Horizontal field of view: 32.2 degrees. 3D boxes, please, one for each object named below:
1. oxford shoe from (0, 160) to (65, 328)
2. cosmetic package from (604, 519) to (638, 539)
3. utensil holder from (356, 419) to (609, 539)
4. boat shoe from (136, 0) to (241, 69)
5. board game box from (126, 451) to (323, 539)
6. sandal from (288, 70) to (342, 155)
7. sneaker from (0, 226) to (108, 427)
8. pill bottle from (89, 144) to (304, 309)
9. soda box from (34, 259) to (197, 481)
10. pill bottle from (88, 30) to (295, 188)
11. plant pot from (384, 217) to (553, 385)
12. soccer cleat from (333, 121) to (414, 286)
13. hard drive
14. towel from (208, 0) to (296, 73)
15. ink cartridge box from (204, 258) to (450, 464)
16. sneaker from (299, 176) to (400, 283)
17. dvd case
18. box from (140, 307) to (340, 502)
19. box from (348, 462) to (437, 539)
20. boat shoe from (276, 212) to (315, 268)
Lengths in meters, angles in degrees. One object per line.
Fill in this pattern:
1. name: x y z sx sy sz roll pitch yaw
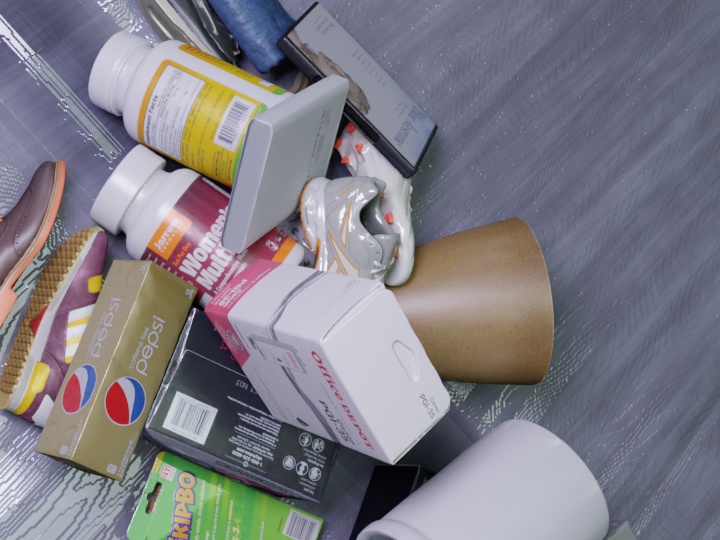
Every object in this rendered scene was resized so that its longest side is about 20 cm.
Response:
1. oxford shoe: -0.346 -0.027 1.201 0.072 0.071 0.201 28 72 -16
2. cosmetic package: 0.303 0.402 1.469 0.107 0.090 0.201 -31 95 -27
3. utensil holder: 0.124 0.267 1.232 0.200 0.170 0.170 -34 99 -30
4. boat shoe: -0.154 -0.234 1.327 0.068 0.072 0.200 -40 99 -26
5. board game box: -0.140 0.266 1.290 0.200 0.030 0.096 29 70 -24
6. sandal: -0.060 -0.178 1.384 0.080 0.054 0.201 34 54 -25
7. sneaker: -0.280 0.057 1.228 0.090 0.075 0.201 29 77 -30
8. pill bottle: -0.165 -0.033 1.255 0.200 0.110 0.110 35 68 -3
9. soda box: -0.229 0.091 1.180 0.064 0.068 0.201 33 69 -40
10. pill bottle: -0.167 -0.163 1.255 0.199 0.111 0.111 26 69 10
11. plant pot: 0.086 0.043 1.367 0.199 0.186 0.187 -6 85 -13
12. soccer cleat: 0.030 -0.076 1.334 0.077 0.069 0.201 7 57 -42
13. hard drive: -0.071 -0.109 1.219 0.027 0.132 0.200 22 26 11
14. towel: -0.136 -0.308 1.328 0.048 0.112 0.200 -30 104 18
15. ink cartridge box: -0.033 0.077 1.128 0.083 0.200 0.147 -42 118 -24
16. sneaker: 0.000 0.000 1.258 0.076 0.092 0.201 -15 96 -64
17. dvd case: 0.001 -0.199 1.357 0.200 0.018 0.143 45 27 -10
18. box: -0.125 0.140 1.266 0.199 0.115 0.133 27 73 -21
19. box: 0.080 0.335 1.351 0.182 0.104 0.201 28 71 -22
20. boat shoe: -0.052 -0.035 1.353 0.200 0.069 0.071 -28 99 -26
